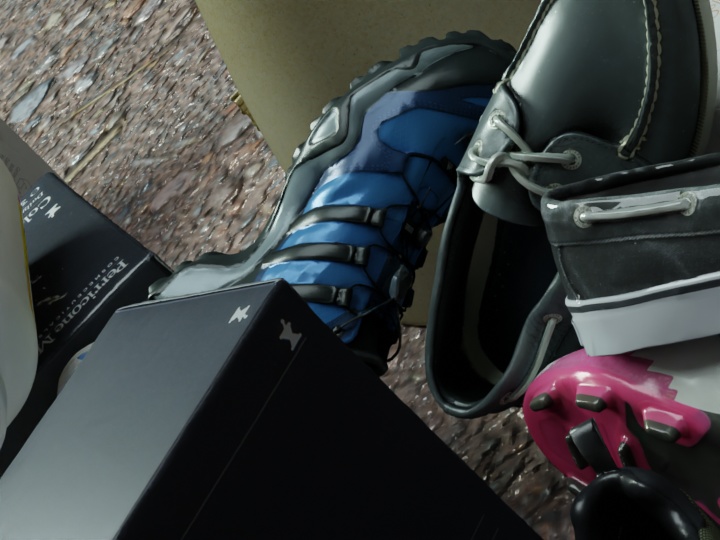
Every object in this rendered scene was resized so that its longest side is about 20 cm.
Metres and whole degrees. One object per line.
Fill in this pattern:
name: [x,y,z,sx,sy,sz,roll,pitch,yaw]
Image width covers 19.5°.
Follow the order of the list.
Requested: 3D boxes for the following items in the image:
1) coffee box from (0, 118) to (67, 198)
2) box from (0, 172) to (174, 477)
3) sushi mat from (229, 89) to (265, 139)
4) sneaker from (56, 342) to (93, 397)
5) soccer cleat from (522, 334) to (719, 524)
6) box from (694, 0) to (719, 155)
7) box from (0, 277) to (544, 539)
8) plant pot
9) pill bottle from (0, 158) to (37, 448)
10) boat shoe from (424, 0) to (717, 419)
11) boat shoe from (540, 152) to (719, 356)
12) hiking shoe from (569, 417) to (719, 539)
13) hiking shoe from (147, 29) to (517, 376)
coffee box: [-0.327,-0.004,1.314,0.198,0.200,0.200,-26,30,36]
box: [-0.157,0.077,1.024,0.200,0.124,0.197,-47,27,-6]
sushi mat: [0.025,-0.128,1.093,0.200,0.096,0.012,-49,33,-11]
sneaker: [-0.065,0.084,0.840,0.200,0.076,0.105,10,36,34]
soccer cleat: [0.143,0.043,0.698,0.086,0.070,0.200,-40,22,-32]
box: [0.166,-0.068,0.782,0.200,0.097,0.124,-16,38,46]
box: [-0.042,0.137,0.679,0.104,0.182,0.200,-9,41,51]
plant pot: [0.014,-0.110,0.958,0.187,0.200,0.187,-34,27,20]
pill bottle: [-0.194,0.016,0.908,0.104,0.104,0.200,-40,27,9]
boat shoe: [0.068,-0.029,0.736,0.062,0.073,0.200,-28,-37,-44]
boat shoe: [0.153,-0.030,0.669,0.199,0.068,0.074,-16,9,30]
hiking shoe: [0.083,0.132,0.592,0.076,0.101,0.200,-36,26,20]
hiking shoe: [0.000,0.000,0.794,0.200,0.074,0.087,-46,55,10]
